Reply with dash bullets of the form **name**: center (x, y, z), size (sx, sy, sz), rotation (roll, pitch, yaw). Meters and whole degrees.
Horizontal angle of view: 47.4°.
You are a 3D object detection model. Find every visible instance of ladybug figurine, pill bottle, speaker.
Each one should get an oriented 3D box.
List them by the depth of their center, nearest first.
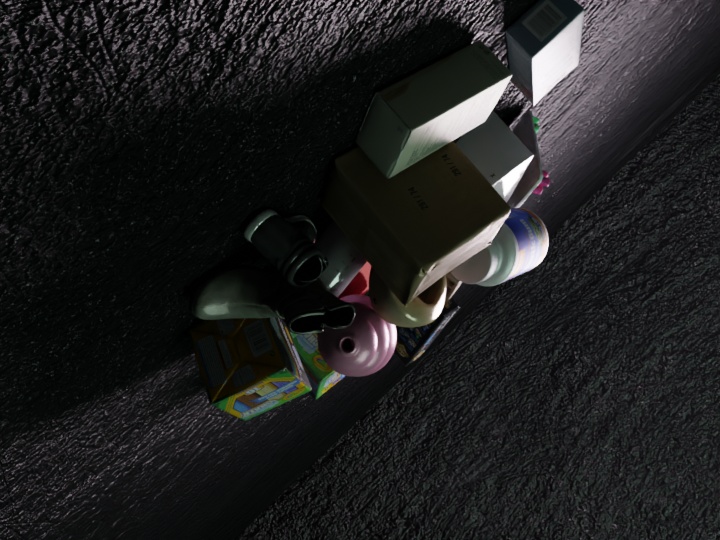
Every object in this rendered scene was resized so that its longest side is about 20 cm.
- **ladybug figurine**: center (0.066, 0.014, 1.214), size (0.072, 0.136, 0.200), rotation (-30, -167, 31)
- **speaker**: center (-0.027, -0.029, 1.220), size (0.201, 0.081, 0.081), rotation (-51, 166, -1)
- **pill bottle**: center (0.223, -0.037, 1.348), size (0.199, 0.112, 0.112), rotation (-19, 154, -54)

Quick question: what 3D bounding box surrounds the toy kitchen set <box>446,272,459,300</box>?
- **toy kitchen set**: center (0.064, -0.002, 1.346), size (0.200, 0.180, 0.164), rotation (-47, 169, -30)

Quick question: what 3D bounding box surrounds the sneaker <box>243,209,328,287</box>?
- **sneaker**: center (-0.083, -0.022, 1.114), size (0.071, 0.099, 0.200), rotation (-45, 168, 8)

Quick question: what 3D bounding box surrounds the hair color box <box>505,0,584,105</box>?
- **hair color box**: center (0.275, -0.332, 1.225), size (0.099, 0.061, 0.200), rotation (-42, 165, 4)

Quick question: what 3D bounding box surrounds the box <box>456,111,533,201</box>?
- **box**: center (0.187, -0.160, 1.368), size (0.097, 0.125, 0.200), rotation (-34, 165, -19)

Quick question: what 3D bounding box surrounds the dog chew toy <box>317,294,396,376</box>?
- **dog chew toy**: center (-0.010, 0.101, 1.208), size (0.124, 0.125, 0.200), rotation (-42, 177, 4)

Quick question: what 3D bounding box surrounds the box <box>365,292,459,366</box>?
- **box**: center (0.074, 0.052, 1.547), size (0.049, 0.201, 0.199), rotation (-28, 160, -33)

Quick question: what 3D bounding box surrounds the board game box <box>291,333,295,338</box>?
- **board game box**: center (-0.088, 0.073, 1.453), size (0.199, 0.029, 0.134), rotation (-36, -176, -22)

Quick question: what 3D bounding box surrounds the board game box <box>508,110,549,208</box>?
- **board game box**: center (0.274, -0.162, 1.518), size (0.201, 0.026, 0.202), rotation (-54, -158, 40)

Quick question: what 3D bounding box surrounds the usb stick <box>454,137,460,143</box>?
- **usb stick**: center (0.098, -0.174, 1.266), size (0.055, 0.033, 0.200), rotation (15, 125, -48)

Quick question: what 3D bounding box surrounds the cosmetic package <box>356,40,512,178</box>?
- **cosmetic package**: center (0.097, -0.214, 1.078), size (0.199, 0.071, 0.105), rotation (-33, 164, -32)

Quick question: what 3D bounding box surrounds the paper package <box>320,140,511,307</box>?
- **paper package**: center (0.075, -0.089, 1.126), size (0.190, 0.200, 0.104), rotation (-32, 164, -29)

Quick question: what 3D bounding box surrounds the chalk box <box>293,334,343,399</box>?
- **chalk box**: center (-0.077, 0.153, 1.570), size (0.199, 0.125, 0.124), rotation (-37, 166, -22)

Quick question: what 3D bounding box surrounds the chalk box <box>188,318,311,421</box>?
- **chalk box**: center (-0.161, 0.144, 1.258), size (0.123, 0.126, 0.200), rotation (-24, 157, 1)

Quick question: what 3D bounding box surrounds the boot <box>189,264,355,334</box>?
- **boot**: center (-0.114, 0.043, 1.079), size (0.198, 0.130, 0.069), rotation (-8, 115, -29)

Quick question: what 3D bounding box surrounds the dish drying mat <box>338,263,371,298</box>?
- **dish drying mat**: center (0.000, 0.000, 1.286), size (0.199, 0.018, 0.077), rotation (-38, 124, 1)
